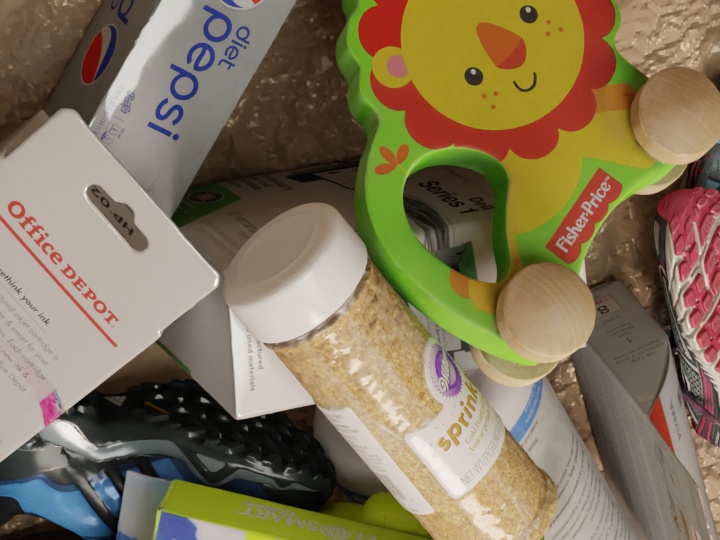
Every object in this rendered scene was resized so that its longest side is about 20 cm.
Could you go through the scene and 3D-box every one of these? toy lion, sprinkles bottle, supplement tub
[{"bbox_3d":[0.064,-0.075,1.248,0.191,0.069,0.201,36,70,-2],"label":"toy lion"},{"bbox_3d":[0.016,0.059,1.227,0.068,0.068,0.200,-40,118,-3],"label":"sprinkles bottle"},{"bbox_3d":[0.070,0.129,1.429,0.132,0.132,0.201,-35,123,-6],"label":"supplement tub"}]

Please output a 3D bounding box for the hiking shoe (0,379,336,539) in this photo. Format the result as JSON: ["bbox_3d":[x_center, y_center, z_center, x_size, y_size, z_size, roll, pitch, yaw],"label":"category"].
[{"bbox_3d":[-0.113,0.107,1.354,0.198,0.075,0.087,12,114,-5],"label":"hiking shoe"}]

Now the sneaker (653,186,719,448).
[{"bbox_3d":[0.201,0.038,1.470,0.081,0.074,0.201,-44,131,-28],"label":"sneaker"}]

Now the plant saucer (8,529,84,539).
[{"bbox_3d":[-0.159,0.240,1.362,0.198,0.032,0.202,0,87,5],"label":"plant saucer"}]

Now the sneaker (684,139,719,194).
[{"bbox_3d":[0.271,-0.043,1.490,0.199,0.080,0.096,21,116,-25],"label":"sneaker"}]

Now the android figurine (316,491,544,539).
[{"bbox_3d":[0.038,0.182,1.370,0.198,0.041,0.183,4,134,11],"label":"android figurine"}]

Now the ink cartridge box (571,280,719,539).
[{"bbox_3d":[0.182,0.120,1.437,0.057,0.200,0.163,-25,122,-10],"label":"ink cartridge box"}]

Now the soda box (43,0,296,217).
[{"bbox_3d":[-0.086,-0.124,1.273,0.068,0.063,0.201,24,101,-30],"label":"soda box"}]

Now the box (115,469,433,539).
[{"bbox_3d":[-0.036,0.184,1.302,0.198,0.048,0.123,13,108,3],"label":"box"}]

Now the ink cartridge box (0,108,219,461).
[{"bbox_3d":[-0.165,0.008,1.233,0.200,0.068,0.115,-37,101,23],"label":"ink cartridge box"}]

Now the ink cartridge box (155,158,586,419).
[{"bbox_3d":[0.000,0.000,1.323,0.199,0.146,0.085,-11,110,-21],"label":"ink cartridge box"}]
